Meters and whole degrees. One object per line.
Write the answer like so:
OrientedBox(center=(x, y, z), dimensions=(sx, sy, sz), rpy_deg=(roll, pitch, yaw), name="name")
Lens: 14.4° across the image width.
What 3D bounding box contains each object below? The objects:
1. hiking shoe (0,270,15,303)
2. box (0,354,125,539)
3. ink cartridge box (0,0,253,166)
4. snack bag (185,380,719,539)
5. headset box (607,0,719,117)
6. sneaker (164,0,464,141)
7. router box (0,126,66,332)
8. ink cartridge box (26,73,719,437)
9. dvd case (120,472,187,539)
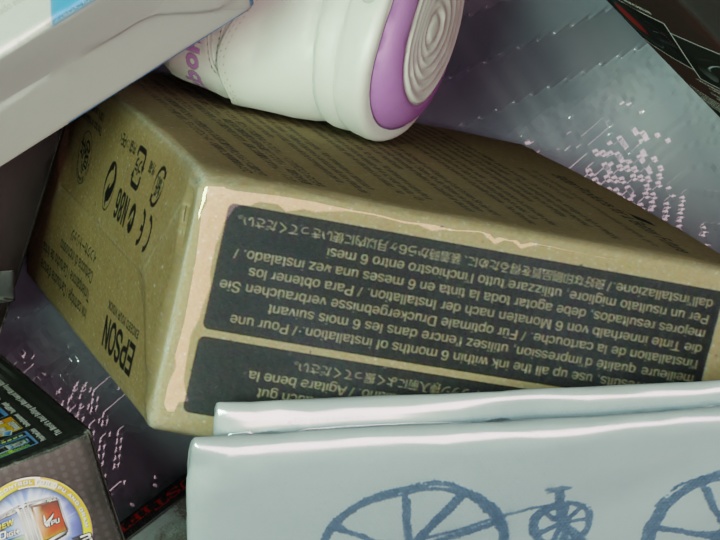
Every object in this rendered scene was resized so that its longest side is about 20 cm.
OrientedBox(center=(-0.191, 0.025, 0.808), dimensions=(0.100, 0.199, 0.076), rpy_deg=(19, 66, -45), name="hiking shoe")
OrientedBox(center=(-0.162, 0.074, 0.799), dimensions=(0.159, 0.200, 0.045), rpy_deg=(-19, 102, -14), name="box")
OrientedBox(center=(-0.130, -0.131, 0.776), dimensions=(0.115, 0.067, 0.201), rpy_deg=(-32, 73, -10), name="ink cartridge box")
OrientedBox(center=(0.041, 0.112, 0.793), dimensions=(0.187, 0.021, 0.201), rpy_deg=(-4, 128, -11), name="snack bag")
OrientedBox(center=(0.168, -0.096, 0.858), dimensions=(0.200, 0.075, 0.149), rpy_deg=(39, 88, -36), name="headset box")
OrientedBox(center=(-0.004, -0.135, 0.883), dimensions=(0.075, 0.099, 0.201), rpy_deg=(66, 38, -53), name="sneaker")
OrientedBox(center=(-0.181, -0.085, 0.854), dimensions=(0.199, 0.052, 0.158), rpy_deg=(19, 89, -19), name="router box")
OrientedBox(center=(0.000, 0.000, 0.843), dimensions=(0.164, 0.200, 0.076), rpy_deg=(11, 99, -18), name="ink cartridge box")
OrientedBox(center=(-0.048, 0.148, 0.921), dimensions=(0.200, 0.022, 0.146), rpy_deg=(-36, 105, -11), name="dvd case")
